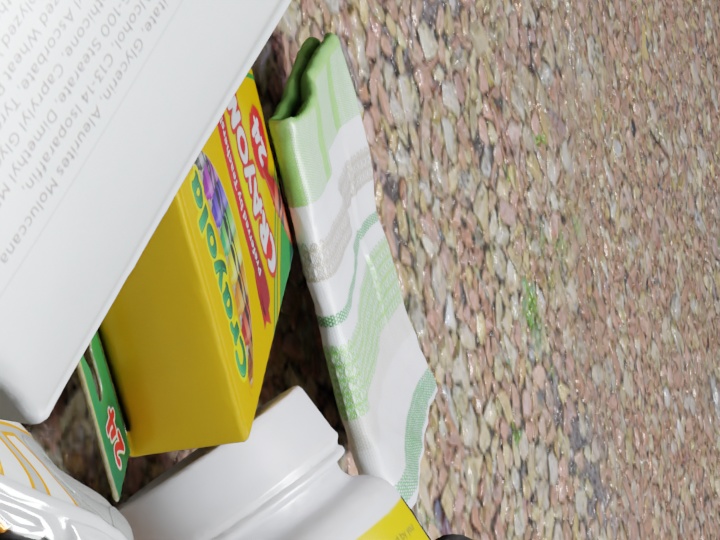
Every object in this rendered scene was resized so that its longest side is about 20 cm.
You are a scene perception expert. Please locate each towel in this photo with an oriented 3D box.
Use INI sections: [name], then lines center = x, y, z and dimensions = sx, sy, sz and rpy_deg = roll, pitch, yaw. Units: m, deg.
[towel]
center = 0.000, 0.000, 1.001
dimensions = 0.149, 0.031, 0.200
rpy_deg = -81, 159, -68

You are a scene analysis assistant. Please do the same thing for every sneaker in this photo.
[sneaker]
center = -0.139, 0.052, 0.724
dimensions = 0.200, 0.076, 0.092
rpy_deg = 40, 44, -55

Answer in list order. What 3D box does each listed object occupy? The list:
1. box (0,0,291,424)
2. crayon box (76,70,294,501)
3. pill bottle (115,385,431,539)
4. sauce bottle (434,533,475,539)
[box]
center = -0.139, -0.086, 0.571
dimensions = 0.131, 0.199, 0.200
rpy_deg = 53, 55, -43
[crayon box]
center = -0.072, -0.017, 0.829
dimensions = 0.200, 0.051, 0.127
rpy_deg = -80, 159, -61
[pill bottle]
center = -0.008, 0.154, 0.849
dimensions = 0.200, 0.114, 0.114
rpy_deg = 56, 29, -1
[sauce bottle]
center = 0.015, 0.191, 0.998
dimensions = 0.200, 0.065, 0.065
rpy_deg = -50, 126, -59
